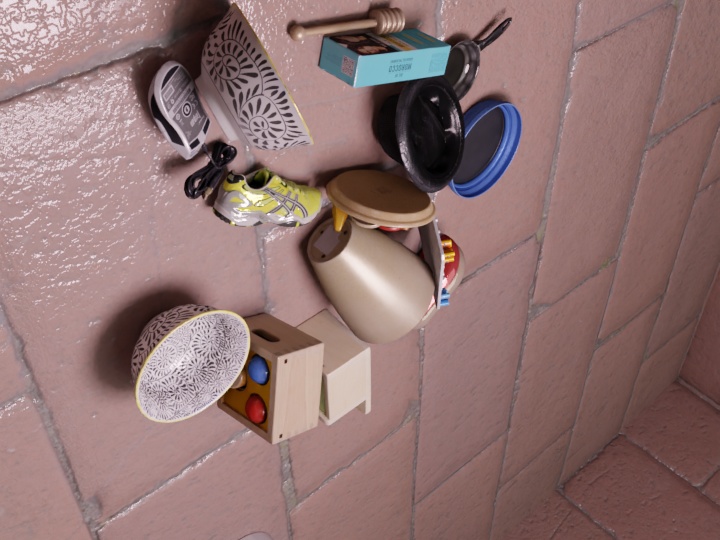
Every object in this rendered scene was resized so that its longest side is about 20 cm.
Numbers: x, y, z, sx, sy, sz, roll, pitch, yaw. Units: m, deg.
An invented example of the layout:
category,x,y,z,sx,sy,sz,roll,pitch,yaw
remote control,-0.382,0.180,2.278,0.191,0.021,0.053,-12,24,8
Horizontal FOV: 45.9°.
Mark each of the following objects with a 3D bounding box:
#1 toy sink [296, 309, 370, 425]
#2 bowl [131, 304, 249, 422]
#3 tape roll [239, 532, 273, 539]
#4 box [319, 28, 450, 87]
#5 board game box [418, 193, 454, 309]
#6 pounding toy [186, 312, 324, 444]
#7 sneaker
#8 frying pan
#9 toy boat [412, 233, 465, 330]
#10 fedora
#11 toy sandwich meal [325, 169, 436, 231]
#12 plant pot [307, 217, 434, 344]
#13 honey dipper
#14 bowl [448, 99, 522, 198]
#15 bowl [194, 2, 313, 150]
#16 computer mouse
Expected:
category,x,y,z,sx,sy,sz,roll,pitch,yaw
toy sink,-0.063,0.202,1.613,0.112,0.130,0.201,-32,142,-28
bowl,-0.277,0.123,1.299,0.200,0.094,0.202,-31,140,-29
tape roll,-0.266,0.671,1.887,0.202,0.037,0.204,-32,142,-29
box,0.039,-0.325,1.291,0.199,0.082,0.049,-19,133,-41
board game box,0.132,-0.062,1.525,0.026,0.201,0.200,-9,152,-2
pounding toy,-0.184,0.187,1.431,0.142,0.199,0.186,-13,116,-43
sneaker,-0.128,-0.114,1.292,0.199,0.075,0.077,-11,129,-47
frying pan,0.182,-0.375,1.462,0.115,0.031,0.191,19,102,-55
toy boat,0.108,0.008,1.672,0.131,0.130,0.200,40,88,-28
fedora,0.091,-0.229,1.412,0.200,0.091,0.202,-14,108,-48
toy sandwich meal,0.030,-0.103,1.399,0.204,0.205,0.071,-16,130,-42
plant pot,0.000,0.000,1.482,0.188,0.187,0.200,-50,132,-3
honey dipper,-0.019,-0.356,1.235,0.199,0.038,0.038,-19,134,-37
bowl,0.233,-0.237,1.645,0.200,0.039,0.202,-32,142,-29
bowl,-0.148,-0.225,1.080,0.094,0.201,0.201,-30,144,-3
computer mouse,-0.230,-0.190,1.117,0.110,0.044,0.201,-62,149,-31
